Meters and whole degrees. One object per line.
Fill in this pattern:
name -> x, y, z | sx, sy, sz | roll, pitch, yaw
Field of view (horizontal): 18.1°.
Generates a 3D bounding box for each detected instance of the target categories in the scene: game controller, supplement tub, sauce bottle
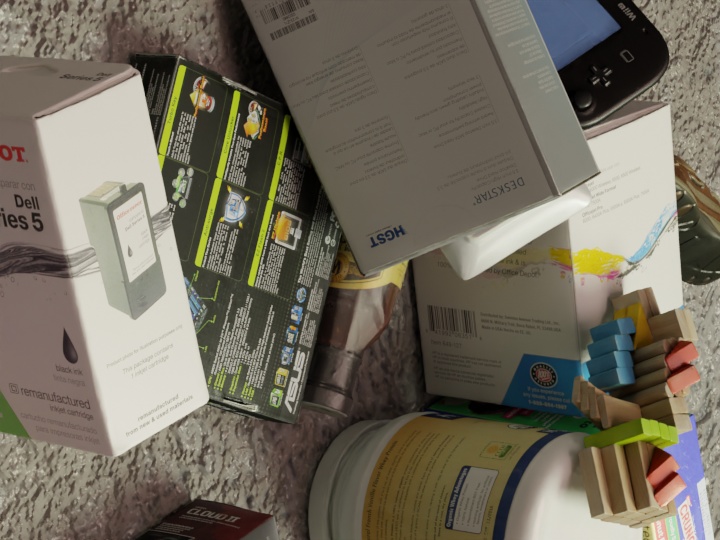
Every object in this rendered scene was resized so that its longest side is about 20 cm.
game controller -> 0.122, -0.188, 1.569 | 0.104, 0.200, 0.042 | -37, 164, -7
supplement tub -> 0.077, 0.174, 1.554 | 0.144, 0.200, 0.145 | -8, 100, -49
sauce bottle -> 0.000, 0.000, 1.541 | 0.066, 0.066, 0.200 | 28, 72, -49

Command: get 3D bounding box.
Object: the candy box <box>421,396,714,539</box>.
candy box -> 0.155, 0.176, 1.649 | 0.077, 0.200, 0.169 | -32, 119, -43

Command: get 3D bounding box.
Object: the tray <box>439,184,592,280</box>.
tray -> 0.061, -0.104, 1.512 | 0.107, 0.022, 0.200 | -31, 86, 0

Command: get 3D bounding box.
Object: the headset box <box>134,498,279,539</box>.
headset box -> -0.116, 0.248, 1.430 | 0.200, 0.075, 0.149 | -30, 118, -44

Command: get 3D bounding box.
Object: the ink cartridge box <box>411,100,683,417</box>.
ink cartridge box -> 0.135, -0.017, 1.639 | 0.145, 0.147, 0.200 | -24, 114, -46

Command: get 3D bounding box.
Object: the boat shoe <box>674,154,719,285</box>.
boat shoe -> 0.244, -0.056, 1.835 | 0.200, 0.076, 0.074 | 38, 34, -50

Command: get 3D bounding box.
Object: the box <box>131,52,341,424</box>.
box -> -0.091, -0.016, 1.445 | 0.193, 0.047, 0.200 | 20, 80, -48

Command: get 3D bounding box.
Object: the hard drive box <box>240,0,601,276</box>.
hard drive box -> 0.038, -0.118, 1.443 | 0.077, 0.156, 0.200 | -28, 95, -60

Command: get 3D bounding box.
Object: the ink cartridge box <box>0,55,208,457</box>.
ink cartridge box -> -0.178, -0.011, 1.260 | 0.084, 0.145, 0.200 | -30, 118, -43

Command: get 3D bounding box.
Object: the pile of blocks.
pile of blocks -> 0.190, 0.079, 1.503 | 0.082, 0.062, 0.200 | 42, 40, -34
